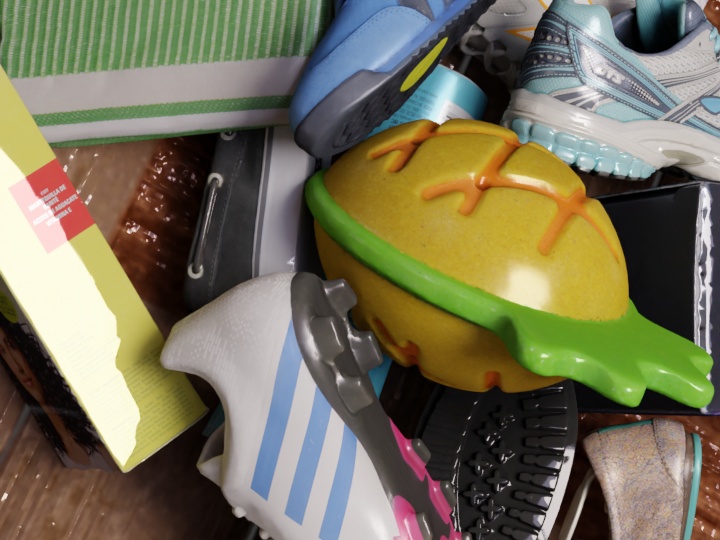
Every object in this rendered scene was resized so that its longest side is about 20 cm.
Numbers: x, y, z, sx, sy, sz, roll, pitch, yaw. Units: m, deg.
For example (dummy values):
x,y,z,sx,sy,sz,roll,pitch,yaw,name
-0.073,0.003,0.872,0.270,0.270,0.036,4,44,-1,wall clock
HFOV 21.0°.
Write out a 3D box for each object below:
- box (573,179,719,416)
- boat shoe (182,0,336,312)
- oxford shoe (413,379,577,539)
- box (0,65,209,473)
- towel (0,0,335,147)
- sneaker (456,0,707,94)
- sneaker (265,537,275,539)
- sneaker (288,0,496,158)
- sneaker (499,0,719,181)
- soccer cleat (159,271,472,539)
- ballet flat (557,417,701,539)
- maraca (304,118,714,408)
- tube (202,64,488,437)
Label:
x,y,z,sx,sy,sz,roll,pitch,yaw,name
0.198,0.019,0.944,0.199,0.148,0.105,2,86,-27,box
-0.043,-0.072,0.871,0.056,0.069,0.201,2,73,13,boat shoe
0.065,0.064,0.898,0.072,0.084,0.201,6,67,7,oxford shoe
-0.143,-0.012,0.807,0.050,0.075,0.201,-34,101,-26,box
-0.087,-0.157,0.835,0.152,0.023,0.201,-4,87,7,towel
0.085,-0.111,0.938,0.199,0.076,0.092,4,89,-26,sneaker
0.000,0.159,0.874,0.199,0.077,0.079,12,49,-40,sneaker
0.019,-0.130,0.823,0.078,0.066,0.200,39,64,2,sneaker
0.155,-0.086,0.910,0.199,0.077,0.087,0,106,-41,sneaker
-0.015,0.092,0.803,0.070,0.086,0.201,-66,135,-63,soccer cleat
0.123,0.168,0.940,0.067,0.068,0.201,3,96,0,ballet flat
0.059,0.003,0.804,0.137,0.200,0.107,1,117,-43,maraca
0.000,0.000,0.900,0.077,0.050,0.201,27,78,-17,tube
